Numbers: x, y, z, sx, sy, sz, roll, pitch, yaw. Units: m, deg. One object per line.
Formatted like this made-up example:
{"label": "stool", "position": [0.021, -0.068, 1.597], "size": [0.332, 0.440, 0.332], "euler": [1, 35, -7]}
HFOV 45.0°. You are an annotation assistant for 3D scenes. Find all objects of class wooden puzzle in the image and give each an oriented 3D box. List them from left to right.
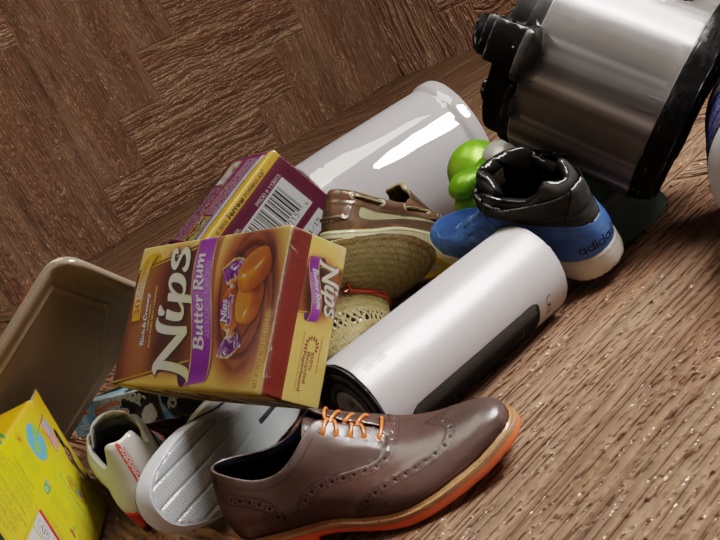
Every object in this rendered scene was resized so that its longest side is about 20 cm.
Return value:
{"label": "wooden puzzle", "position": [-0.275, 0.082, 0.767], "size": [0.200, 0.037, 0.185], "euler": [-55, -16, -3]}

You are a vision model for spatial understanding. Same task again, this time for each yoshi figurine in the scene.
{"label": "yoshi figurine", "position": [0.167, -0.123, 0.870], "size": [0.199, 0.113, 0.112], "euler": [-27, -10, -9]}

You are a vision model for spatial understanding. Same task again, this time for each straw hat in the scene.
{"label": "straw hat", "position": [-0.019, 0.049, 0.755], "size": [0.200, 0.086, 0.201], "euler": [-13, -22, -6]}

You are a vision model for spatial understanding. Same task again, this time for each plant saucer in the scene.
{"label": "plant saucer", "position": [0.192, -0.049, 0.843], "size": [0.199, 0.036, 0.200], "euler": [-25, 14, 7]}

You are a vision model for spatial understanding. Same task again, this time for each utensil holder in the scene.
{"label": "utensil holder", "position": [0.041, -0.104, 1.043], "size": [0.199, 0.171, 0.170], "euler": [-33, 15, -14]}

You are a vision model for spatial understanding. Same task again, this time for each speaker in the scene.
{"label": "speaker", "position": [0.065, 0.047, 0.644], "size": [0.200, 0.082, 0.081], "euler": [-35, 17, -30]}

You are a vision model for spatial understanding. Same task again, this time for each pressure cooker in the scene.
{"label": "pressure cooker", "position": [0.191, -0.171, 0.732], "size": [0.179, 0.199, 0.176], "euler": [-56, -20, -18]}

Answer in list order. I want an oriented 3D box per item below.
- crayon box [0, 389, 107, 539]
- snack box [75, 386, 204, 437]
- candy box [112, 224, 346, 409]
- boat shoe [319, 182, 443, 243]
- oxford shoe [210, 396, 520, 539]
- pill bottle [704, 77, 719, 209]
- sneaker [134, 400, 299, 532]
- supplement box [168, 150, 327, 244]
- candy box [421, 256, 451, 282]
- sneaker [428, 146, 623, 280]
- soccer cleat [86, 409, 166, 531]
{"label": "crayon box", "position": [-0.249, 0.182, 0.646], "size": [0.051, 0.127, 0.200], "euler": [-26, 13, -2]}
{"label": "snack box", "position": [-0.183, 0.119, 0.867], "size": [0.199, 0.037, 0.116], "euler": [-17, 2, 35]}
{"label": "candy box", "position": [-0.104, 0.038, 0.647], "size": [0.199, 0.056, 0.117], "euler": [-6, 69, 48]}
{"label": "boat shoe", "position": [0.048, -0.053, 0.879], "size": [0.201, 0.075, 0.074], "euler": [0, -4, -41]}
{"label": "oxford shoe", "position": [0.000, 0.116, 0.535], "size": [0.199, 0.073, 0.071], "euler": [-25, 14, 9]}
{"label": "pill bottle", "position": [0.304, -0.086, 0.609], "size": [0.115, 0.116, 0.200], "euler": [-19, 16, 27]}
{"label": "sneaker", "position": [-0.115, 0.143, 0.676], "size": [0.071, 0.073, 0.200], "euler": [-29, 3, 28]}
{"label": "supplement box", "position": [-0.120, -0.046, 0.951], "size": [0.131, 0.103, 0.200], "euler": [-55, 19, -8]}
{"label": "candy box", "position": [0.000, 0.000, 0.849], "size": [0.199, 0.027, 0.102], "euler": [0, -2, -38]}
{"label": "sneaker", "position": [0.118, -0.056, 0.740], "size": [0.077, 0.111, 0.199], "euler": [-47, 32, -21]}
{"label": "soccer cleat", "position": [-0.201, 0.152, 0.740], "size": [0.068, 0.086, 0.200], "euler": [-32, 15, -18]}
